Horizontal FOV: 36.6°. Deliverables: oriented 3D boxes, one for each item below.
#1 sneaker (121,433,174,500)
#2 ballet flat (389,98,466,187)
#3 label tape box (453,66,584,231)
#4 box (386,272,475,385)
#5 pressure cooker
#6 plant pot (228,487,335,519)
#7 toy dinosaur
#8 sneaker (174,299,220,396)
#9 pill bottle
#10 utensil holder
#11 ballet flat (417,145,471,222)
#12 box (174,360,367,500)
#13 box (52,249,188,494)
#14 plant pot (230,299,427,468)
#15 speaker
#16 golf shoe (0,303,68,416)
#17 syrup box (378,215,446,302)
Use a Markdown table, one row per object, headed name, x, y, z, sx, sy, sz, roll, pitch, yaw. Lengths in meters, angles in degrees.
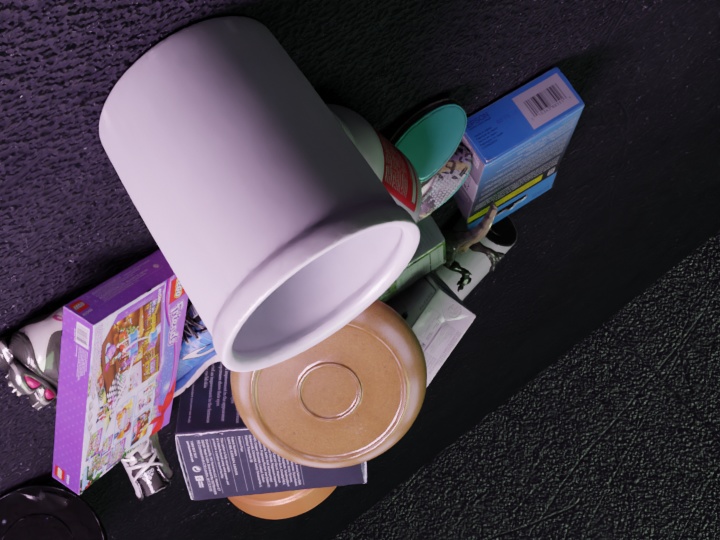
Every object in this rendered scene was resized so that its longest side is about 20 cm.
| name | x | y | z | sx | sy | sz | roll | pitch | yaw |
| --- | --- | --- | --- | --- | --- | --- | --- | --- | --- |
| sneaker | -0.252 | 0.190 | 1.237 | 0.075 | 0.116 | 0.201 | -31 | 161 | -12 |
| ballet flat | 0.032 | -0.099 | 1.126 | 0.201 | 0.067 | 0.064 | -53 | -152 | -6 |
| label tape box | 0.175 | -0.134 | 1.295 | 0.143 | 0.064 | 0.201 | -30 | 162 | -14 |
| box | 0.065 | 0.057 | 1.364 | 0.118 | 0.060 | 0.200 | -56 | -163 | 5 |
| pressure cooker | -0.398 | 0.374 | 1.341 | 0.172 | 0.182 | 0.201 | 5 | 148 | -16 |
| plant pot | -0.119 | 0.204 | 1.428 | 0.198 | 0.201 | 0.141 | -33 | 146 | -8 |
| toy dinosaur | 0.122 | -0.025 | 1.335 | 0.199 | 0.088 | 0.048 | -18 | -144 | 54 |
| sneaker | -0.183 | 0.066 | 1.150 | 0.198 | 0.079 | 0.090 | -28 | 144 | -23 |
| pill bottle | -0.019 | -0.083 | 0.987 | 0.112 | 0.113 | 0.200 | -38 | 162 | 9 |
| utensil holder | -0.079 | -0.058 | 0.798 | 0.168 | 0.201 | 0.170 | -32 | 163 | -11 |
| ballet flat | 0.035 | -0.076 | 1.190 | 0.199 | 0.072 | 0.072 | -39 | 162 | 7 |
| box | -0.093 | 0.154 | 1.192 | 0.196 | 0.149 | 0.106 | -5 | 128 | 2 |
| box | -0.223 | 0.093 | 1.015 | 0.137 | 0.039 | 0.203 | -37 | 148 | -51 |
| plant pot | -0.031 | 0.115 | 1.073 | 0.199 | 0.200 | 0.028 | -40 | -160 | 14 |
| speaker | 0.131 | -0.005 | 1.513 | 0.080 | 0.082 | 0.201 | -16 | 153 | -46 |
| golf shoe | -0.271 | 0.095 | 1.037 | 0.088 | 0.077 | 0.200 | -40 | 163 | -8 |
| syrup box | 0.000 | 0.000 | 1.281 | 0.198 | 0.082 | 0.079 | -32 | 161 | -6 |
